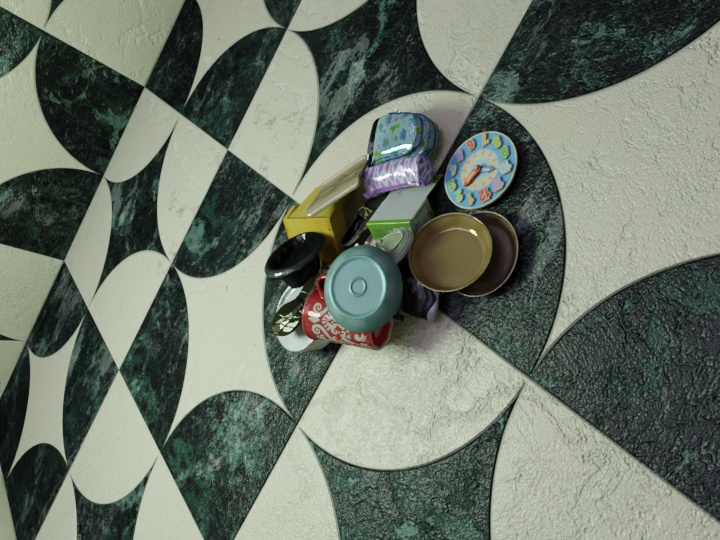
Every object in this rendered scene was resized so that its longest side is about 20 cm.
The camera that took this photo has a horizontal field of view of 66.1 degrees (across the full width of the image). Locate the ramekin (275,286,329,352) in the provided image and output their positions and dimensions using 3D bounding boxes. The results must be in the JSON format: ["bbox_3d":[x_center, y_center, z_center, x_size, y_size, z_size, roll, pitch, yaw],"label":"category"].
[{"bbox_3d":[-0.143,0.132,1.566,0.199,0.093,0.208,-14,67,37],"label":"ramekin"}]

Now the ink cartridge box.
[{"bbox_3d":[0.130,-0.159,1.444,0.145,0.077,0.201,2,44,41],"label":"ink cartridge box"}]

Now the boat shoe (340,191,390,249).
[{"bbox_3d":[0.017,-0.142,1.537,0.072,0.060,0.204,39,103,41],"label":"boat shoe"}]

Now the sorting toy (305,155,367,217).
[{"bbox_3d":[-0.057,-0.232,1.542,0.183,0.037,0.201,-30,22,23],"label":"sorting toy"}]

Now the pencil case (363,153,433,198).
[{"bbox_3d":[0.097,-0.242,1.440,0.197,0.083,0.088,-5,68,42],"label":"pencil case"}]

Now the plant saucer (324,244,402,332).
[{"bbox_3d":[-0.001,0.040,1.273,0.195,0.036,0.206,-3,82,20],"label":"plant saucer"}]

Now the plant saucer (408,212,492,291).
[{"bbox_3d":[0.208,-0.037,1.276,0.195,0.036,0.205,-11,60,19],"label":"plant saucer"}]

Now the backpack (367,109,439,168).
[{"bbox_3d":[0.115,-0.346,1.478,0.196,0.153,0.167,9,82,26],"label":"backpack"}]

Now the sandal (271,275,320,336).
[{"bbox_3d":[-0.159,0.101,1.496,0.081,0.055,0.201,38,88,35],"label":"sandal"}]

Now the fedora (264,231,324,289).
[{"bbox_3d":[-0.168,-0.019,1.532,0.196,0.093,0.202,-20,29,12],"label":"fedora"}]

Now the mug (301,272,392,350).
[{"bbox_3d":[-0.037,0.111,1.352,0.196,0.179,0.135,10,58,33],"label":"mug"}]

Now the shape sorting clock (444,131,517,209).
[{"bbox_3d":[0.289,-0.245,1.348,0.197,0.039,0.205,-15,67,37],"label":"shape sorting clock"}]

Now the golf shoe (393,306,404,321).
[{"bbox_3d":[0.063,0.044,1.426,0.095,0.077,0.201,-52,51,14],"label":"golf shoe"}]

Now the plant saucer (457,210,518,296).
[{"bbox_3d":[0.281,-0.035,1.288,0.197,0.036,0.206,-16,65,37],"label":"plant saucer"}]

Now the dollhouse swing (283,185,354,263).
[{"bbox_3d":[-0.097,-0.143,1.657,0.197,0.175,0.186,3,119,41],"label":"dollhouse swing"}]

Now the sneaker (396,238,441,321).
[{"bbox_3d":[0.137,0.017,1.341,0.111,0.076,0.206,4,80,4],"label":"sneaker"}]

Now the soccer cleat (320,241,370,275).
[{"bbox_3d":[-0.023,-0.012,1.513,0.197,0.068,0.087,-24,74,23],"label":"soccer cleat"}]

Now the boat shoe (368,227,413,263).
[{"bbox_3d":[0.039,-0.033,1.320,0.199,0.062,0.073,-41,51,15],"label":"boat shoe"}]
